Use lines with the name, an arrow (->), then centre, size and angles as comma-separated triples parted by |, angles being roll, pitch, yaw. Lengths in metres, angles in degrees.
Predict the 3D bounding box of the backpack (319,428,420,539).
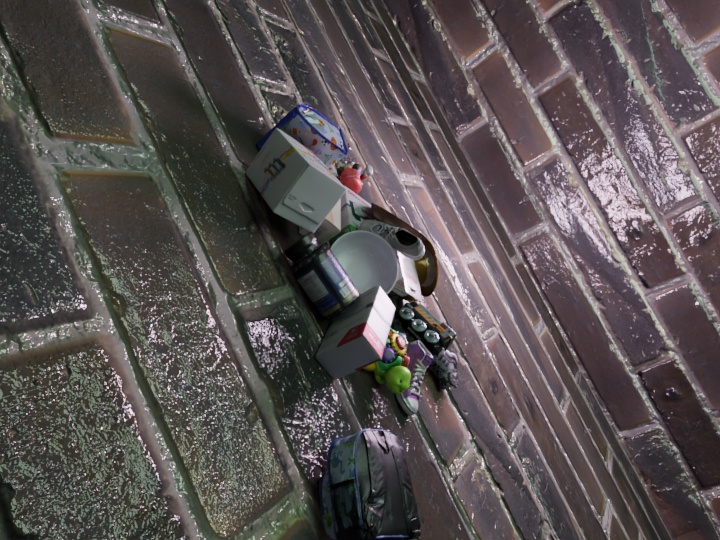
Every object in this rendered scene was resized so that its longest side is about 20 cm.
backpack -> 0.008, 0.424, 1.043 | 0.182, 0.146, 0.202 | 27, 46, -44

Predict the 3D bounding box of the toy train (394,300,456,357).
toy train -> 0.186, 0.169, 1.567 | 0.113, 0.086, 0.200 | -21, 51, -38

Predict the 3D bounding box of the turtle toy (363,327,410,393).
turtle toy -> 0.074, 0.227, 1.383 | 0.145, 0.101, 0.202 | 28, 41, -44

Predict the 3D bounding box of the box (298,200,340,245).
box -> -0.110, -0.176, 1.475 | 0.078, 0.095, 0.202 | 36, 34, -35

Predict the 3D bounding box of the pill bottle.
pill bottle -> -0.096, 0.011, 1.300 | 0.201, 0.111, 0.112 | 56, 28, -7

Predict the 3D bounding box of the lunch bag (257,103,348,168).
lunch bag -> -0.163, -0.360, 1.481 | 0.199, 0.169, 0.125 | 19, 44, -49

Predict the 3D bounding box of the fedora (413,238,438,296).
fedora -> 0.167, -0.009, 1.654 | 0.081, 0.201, 0.203 | -4, 62, -22

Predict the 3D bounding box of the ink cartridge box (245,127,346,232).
ink cartridge box -> -0.161, -0.221, 1.315 | 0.145, 0.145, 0.200 | 26, 19, -47

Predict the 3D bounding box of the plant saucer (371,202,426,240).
plant saucer -> 0.108, -0.135, 1.601 | 0.199, 0.037, 0.200 | 33, 3, -2

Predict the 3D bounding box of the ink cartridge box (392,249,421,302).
ink cartridge box -> 0.111, -0.003, 1.541 | 0.116, 0.067, 0.202 | 30, 43, -52

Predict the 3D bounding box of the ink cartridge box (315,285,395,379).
ink cartridge box -> -0.006, 0.146, 1.281 | 0.084, 0.144, 0.201 | 51, 30, -17

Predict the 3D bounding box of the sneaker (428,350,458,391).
sneaker -> 0.240, 0.299, 1.611 | 0.199, 0.075, 0.115 | 25, 46, -44

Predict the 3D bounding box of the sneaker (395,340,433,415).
sneaker -> 0.149, 0.281, 1.442 | 0.072, 0.114, 0.202 | 32, 40, -42

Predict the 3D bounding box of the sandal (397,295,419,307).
sandal -> 0.162, 0.099, 1.695 | 0.082, 0.054, 0.201 | 41, 33, -31

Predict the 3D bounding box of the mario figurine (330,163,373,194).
mario figurine -> -0.033, -0.306, 1.663 | 0.106, 0.124, 0.200 | 40, 13, -16

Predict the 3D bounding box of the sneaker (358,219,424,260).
sneaker -> 0.088, -0.102, 1.472 | 0.082, 0.198, 0.075 | 83, 30, -64

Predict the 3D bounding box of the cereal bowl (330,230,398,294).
cereal bowl -> 0.000, 0.000, 1.437 | 0.197, 0.083, 0.203 | 3, 71, -9

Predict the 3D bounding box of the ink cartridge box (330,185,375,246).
ink cartridge box -> -0.021, -0.130, 1.585 | 0.146, 0.083, 0.202 | 29, 40, -44

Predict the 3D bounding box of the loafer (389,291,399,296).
loafer -> 0.072, 0.030, 1.587 | 0.070, 0.069, 0.200 | 30, 2, 42
